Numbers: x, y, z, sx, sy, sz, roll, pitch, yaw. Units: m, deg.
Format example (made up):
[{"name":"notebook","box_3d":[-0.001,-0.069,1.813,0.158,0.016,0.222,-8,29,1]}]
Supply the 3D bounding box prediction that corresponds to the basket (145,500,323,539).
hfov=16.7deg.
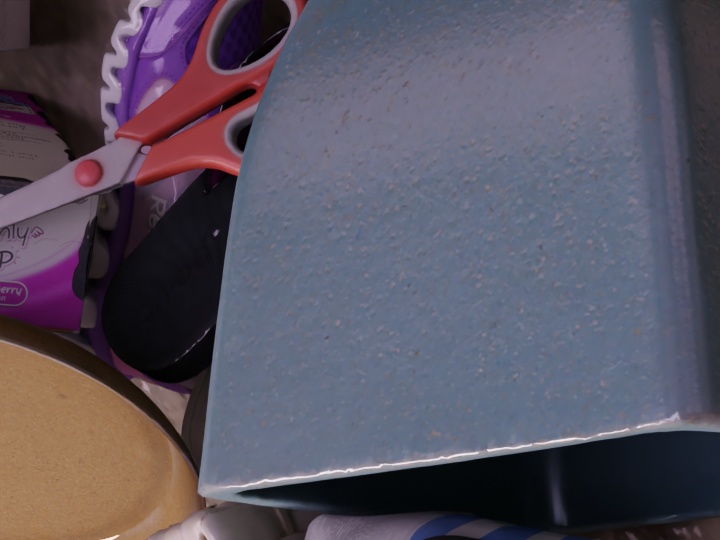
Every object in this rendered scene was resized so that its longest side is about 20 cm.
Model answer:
[{"name":"basket","box_3d":[-0.022,0.154,0.908,0.123,0.200,0.136,-35,73,28]}]

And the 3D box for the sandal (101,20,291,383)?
[{"name":"sandal","box_3d":[-0.030,-0.045,0.923,0.201,0.048,0.075,-52,50,1]}]

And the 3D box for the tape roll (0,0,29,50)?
[{"name":"tape roll","box_3d":[-0.241,-0.114,1.052,0.202,0.202,0.037,5,98,38]}]

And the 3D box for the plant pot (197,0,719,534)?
[{"name":"plant pot","box_3d":[0.076,-0.024,0.823,0.195,0.196,0.201,-13,73,38]}]

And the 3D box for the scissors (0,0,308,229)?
[{"name":"scissors","box_3d":[-0.085,-0.035,0.892,0.200,0.014,0.073,-36,73,-2]}]

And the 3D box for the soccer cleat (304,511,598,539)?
[{"name":"soccer cleat","box_3d":[0.068,0.117,0.848,0.086,0.199,0.070,21,93,57]}]

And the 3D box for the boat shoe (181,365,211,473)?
[{"name":"boat shoe","box_3d":[0.000,0.000,0.959,0.073,0.062,0.201,31,94,50]}]

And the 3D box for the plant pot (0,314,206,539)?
[{"name":"plant pot","box_3d":[-0.156,0.070,0.948,0.199,0.200,0.028,-26,41,37]}]

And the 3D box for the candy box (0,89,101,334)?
[{"name":"candy box","box_3d":[-0.190,-0.034,1.002,0.200,0.135,0.061,-135,53,-69]}]

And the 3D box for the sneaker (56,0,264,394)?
[{"name":"sneaker","box_3d":[-0.061,-0.034,0.999,0.088,0.080,0.201,25,114,27]}]
